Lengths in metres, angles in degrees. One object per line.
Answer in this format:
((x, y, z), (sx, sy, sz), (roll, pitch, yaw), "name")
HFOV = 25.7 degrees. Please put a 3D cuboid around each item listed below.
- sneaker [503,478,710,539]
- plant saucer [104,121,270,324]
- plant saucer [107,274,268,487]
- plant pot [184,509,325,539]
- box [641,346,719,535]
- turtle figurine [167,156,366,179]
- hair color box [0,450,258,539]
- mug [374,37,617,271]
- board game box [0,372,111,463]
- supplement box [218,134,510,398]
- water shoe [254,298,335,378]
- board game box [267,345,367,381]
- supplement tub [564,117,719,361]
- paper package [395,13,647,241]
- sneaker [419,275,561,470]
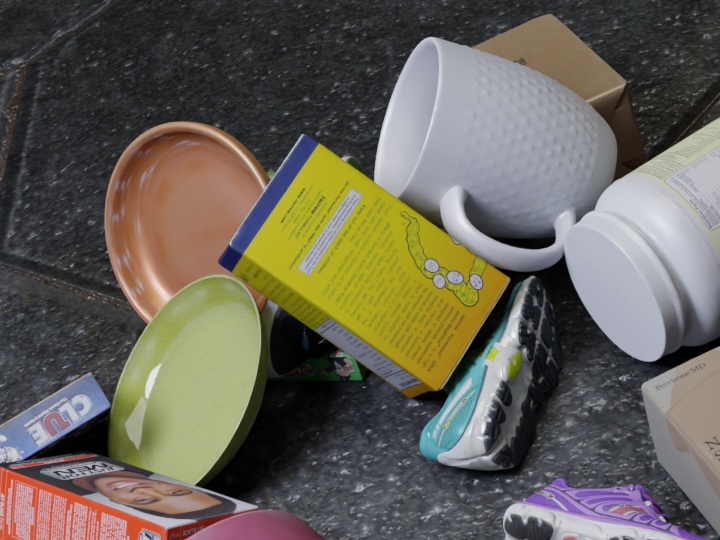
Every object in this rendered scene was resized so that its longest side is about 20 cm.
((0.188, 0.177, 1.053), (0.199, 0.081, 0.083), (15, 40, 42), "sneaker")
((-0.139, -0.032, 1.378), (0.199, 0.202, 0.037), (5, 14, 33), "plant saucer")
((-0.137, 0.102, 1.301), (0.199, 0.031, 0.201), (-30, 46, 37), "plant saucer")
((-0.047, 0.276, 0.945), (0.199, 0.201, 0.179), (-35, 51, -23), "plant pot")
((0.277, 0.138, 1.059), (0.094, 0.078, 0.200), (-25, 33, -7), "box")
((-0.089, -0.037, 1.455), (0.193, 0.202, 0.144), (1, 15, 29), "turtle figurine")
((-0.183, 0.192, 1.202), (0.199, 0.062, 0.101), (11, 9, 38), "hair color box")
((0.118, -0.081, 1.304), (0.174, 0.148, 0.201), (15, 46, -15), "mug")
((-0.302, 0.154, 1.311), (0.199, 0.035, 0.135), (-31, -1, -12), "board game box")
((0.000, 0.000, 1.256), (0.110, 0.199, 0.109), (-56, 4, -12), "supplement box")
((-0.008, 0.021, 1.335), (0.079, 0.072, 0.200), (19, 51, 38), "water shoe")
((-0.030, 0.025, 1.433), (0.134, 0.029, 0.200), (-2, 37, 25), "board game box")
((0.276, -0.031, 1.244), (0.199, 0.146, 0.145), (-31, 34, -17), "supplement tub")
((0.149, -0.137, 1.506), (0.190, 0.104, 0.200), (-24, 34, -5), "paper package")
((0.104, 0.076, 1.249), (0.079, 0.078, 0.200), (-7, 34, 34), "sneaker")
